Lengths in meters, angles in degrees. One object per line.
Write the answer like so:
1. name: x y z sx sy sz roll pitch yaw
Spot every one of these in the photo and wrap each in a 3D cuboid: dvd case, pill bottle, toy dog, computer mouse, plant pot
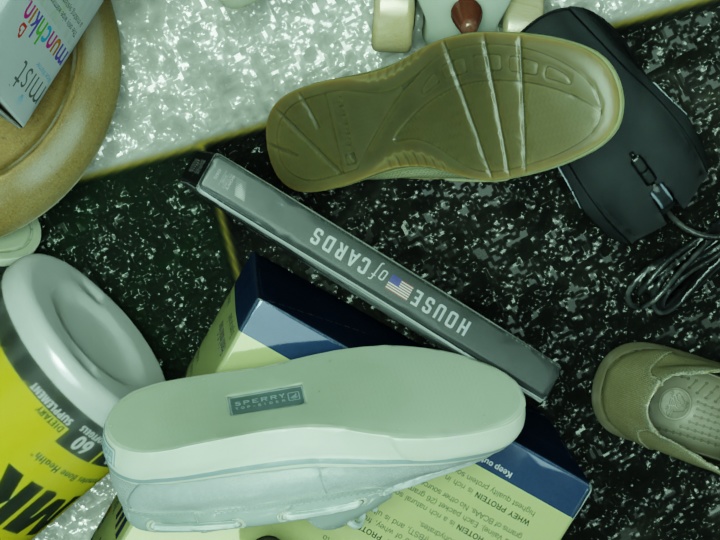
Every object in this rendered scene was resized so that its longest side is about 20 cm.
1. dvd case: 0.000 0.000 1.023 0.199 0.150 0.025 31 89 -9
2. pill bottle: -0.206 0.095 1.039 0.200 0.114 0.114 -41 101 14
3. toy dog: 0.054 -0.191 1.018 0.131 0.096 0.202 -16 101 -1
4. computer mouse: 0.168 -0.070 1.044 0.140 0.046 0.200 -36 122 1
5. plant pot: -0.220 -0.111 1.013 0.198 0.027 0.202 1 79 -8

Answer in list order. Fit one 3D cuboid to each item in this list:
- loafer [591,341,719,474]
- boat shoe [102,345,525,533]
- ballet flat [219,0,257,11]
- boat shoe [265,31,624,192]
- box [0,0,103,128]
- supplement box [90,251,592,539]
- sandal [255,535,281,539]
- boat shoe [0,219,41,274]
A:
1. loafer: 0.226 0.089 1.097 0.198 0.067 0.077 8 100 -5
2. boat shoe: -0.021 0.086 0.950 0.199 0.070 0.072 -5 127 -3
3. ballet flat: -0.081 -0.172 1.004 0.198 0.069 0.072 15 73 12
4. boat shoe: 0.047 -0.077 1.006 0.199 0.063 0.074 -11 91 34
5. box: -0.206 -0.197 0.951 0.199 0.097 0.177 30 80 13
6. supplement box: -0.020 0.134 1.054 0.199 0.134 0.201 29 97 -9
7. sandal: 0.026 0.189 0.971 0.200 0.082 0.055 42 72 -4
8. boat shoe: -0.268 -0.022 1.046 0.197 0.075 0.066 9 132 -11
